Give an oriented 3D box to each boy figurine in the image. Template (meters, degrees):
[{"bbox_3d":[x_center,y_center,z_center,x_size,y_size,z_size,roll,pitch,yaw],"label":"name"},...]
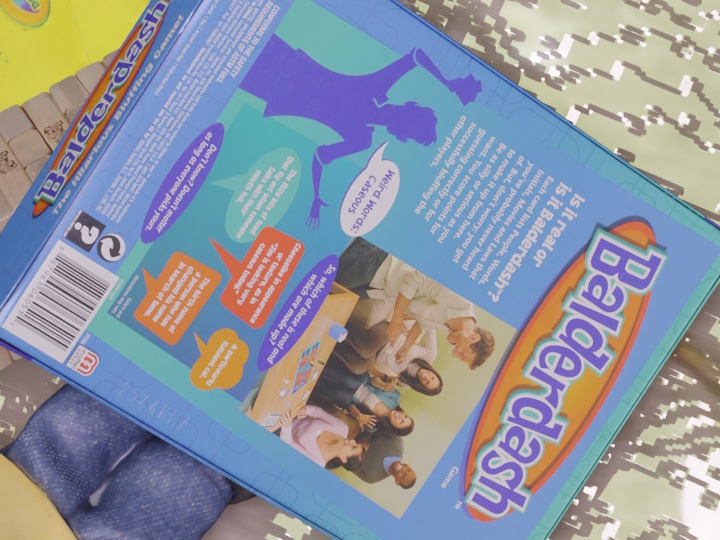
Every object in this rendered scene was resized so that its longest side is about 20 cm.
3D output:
[{"bbox_3d":[-0.118,0.107,0.841,0.200,0.064,0.125,-41,93,-25],"label":"boy figurine"}]

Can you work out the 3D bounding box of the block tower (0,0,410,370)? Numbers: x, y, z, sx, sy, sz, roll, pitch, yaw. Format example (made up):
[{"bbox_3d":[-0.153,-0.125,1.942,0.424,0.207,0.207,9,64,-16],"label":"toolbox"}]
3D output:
[{"bbox_3d":[-0.067,-0.037,0.857,0.199,0.058,0.054,-28,40,-9],"label":"block tower"}]

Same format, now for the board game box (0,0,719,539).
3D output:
[{"bbox_3d":[0.000,0.000,0.829,0.199,0.045,0.153,33,92,-23],"label":"board game box"}]

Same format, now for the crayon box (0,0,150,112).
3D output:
[{"bbox_3d":[-0.162,-0.090,0.919,0.199,0.051,0.128,-20,82,8],"label":"crayon box"}]
